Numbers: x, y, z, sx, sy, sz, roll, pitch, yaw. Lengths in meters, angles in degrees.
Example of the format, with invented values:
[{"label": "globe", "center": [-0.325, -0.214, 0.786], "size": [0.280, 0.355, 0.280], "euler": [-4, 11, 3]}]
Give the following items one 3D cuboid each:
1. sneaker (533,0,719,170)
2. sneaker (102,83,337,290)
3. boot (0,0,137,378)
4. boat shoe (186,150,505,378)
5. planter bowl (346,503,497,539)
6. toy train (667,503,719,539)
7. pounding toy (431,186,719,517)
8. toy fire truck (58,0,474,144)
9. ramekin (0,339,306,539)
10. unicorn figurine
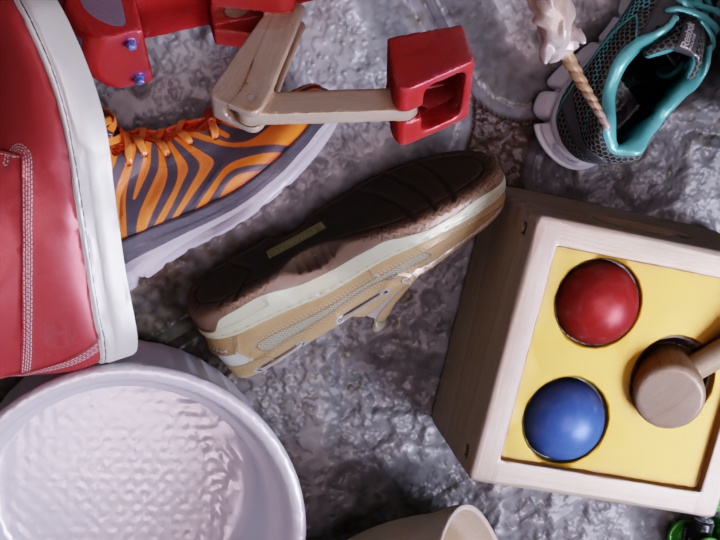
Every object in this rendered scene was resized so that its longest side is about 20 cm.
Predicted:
[{"label": "sneaker", "center": [0.183, -0.139, 0.774], "size": [0.077, 0.091, 0.201], "euler": [29, 97, -16]}, {"label": "sneaker", "center": [-0.114, -0.068, 0.743], "size": [0.200, 0.078, 0.112], "euler": [-34, 108, -1]}, {"label": "boot", "center": [-0.197, -0.034, 0.663], "size": [0.144, 0.072, 0.201], "euler": [-13, 110, -20]}, {"label": "boat shoe", "center": [0.000, 0.000, 0.794], "size": [0.199, 0.072, 0.076], "euler": [-25, 120, 5]}, {"label": "planter bowl", "center": [0.010, 0.246, 0.797], "size": [0.134, 0.200, 0.201], "euler": [-9, 107, 19]}, {"label": "toy train", "center": [0.242, 0.132, 0.879], "size": [0.056, 0.042, 0.201], "euler": [4, 103, -21]}, {"label": "pounding toy", "center": [0.171, 0.042, 0.789], "size": [0.199, 0.142, 0.185], "euler": [11, 102, -12]}, {"label": "toy fire truck", "center": [-0.053, -0.121, 0.713], "size": [0.199, 0.049, 0.142], "euler": [-14, 61, -8]}, {"label": "ramekin", "center": [-0.136, 0.137, 0.779], "size": [0.199, 0.098, 0.202], "euler": [-3, 105, -10]}, {"label": "unicorn figurine", "center": [0.106, -0.191, 0.723], "size": [0.073, 0.137, 0.201], "euler": [13, 101, -14]}]
